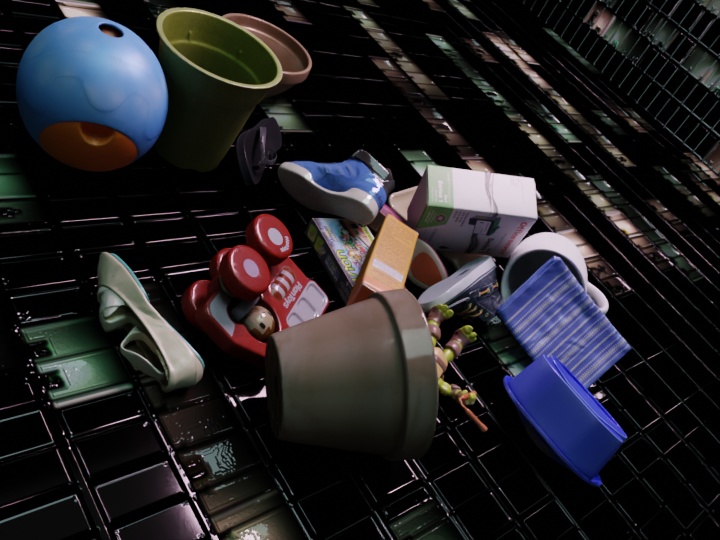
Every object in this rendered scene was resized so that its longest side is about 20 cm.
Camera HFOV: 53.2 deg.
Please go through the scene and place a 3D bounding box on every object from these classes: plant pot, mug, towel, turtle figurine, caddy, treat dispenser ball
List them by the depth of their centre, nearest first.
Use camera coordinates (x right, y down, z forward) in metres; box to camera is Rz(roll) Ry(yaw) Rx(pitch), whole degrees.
[{"bbox_3d":[-0.021,0.128,0.850,0.169,0.203,0.203,-2,45,-18],"label":"plant pot"},{"bbox_3d":[-0.364,-0.240,0.984,0.197,0.203,0.203,21,36,-16],"label":"treat dispenser ball"},{"bbox_3d":[0.112,0.136,1.032,0.197,0.065,0.162,33,47,6],"label":"turtle figurine"},{"bbox_3d":[0.293,0.219,1.052,0.201,0.105,0.141,50,14,23],"label":"caddy"},{"bbox_3d":[-0.246,-0.265,1.119,0.196,0.192,0.202,22,35,-16],"label":"plant pot"},{"bbox_3d":[0.333,0.096,1.180,0.201,0.144,0.024,51,-4,2],"label":"towel"},{"bbox_3d":[0.357,0.021,1.297,0.197,0.150,0.175,31,25,7],"label":"mug"},{"bbox_3d":[-0.201,-0.408,1.414,0.197,0.094,0.203,22,35,-17],"label":"plant pot"}]

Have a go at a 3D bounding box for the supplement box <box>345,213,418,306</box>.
[{"bbox_3d":[0.035,0.000,1.074,0.068,0.067,0.202,27,36,-7],"label":"supplement box"}]

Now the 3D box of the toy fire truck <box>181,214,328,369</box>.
[{"bbox_3d":[-0.125,0.041,0.935,0.168,0.111,0.201,46,33,-13],"label":"toy fire truck"}]

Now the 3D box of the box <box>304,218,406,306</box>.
[{"bbox_3d":[0.000,0.000,1.135,0.108,0.035,0.202,-2,48,-40],"label":"box"}]

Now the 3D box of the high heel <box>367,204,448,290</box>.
[{"bbox_3d":[0.083,-0.043,1.240,0.201,0.067,0.096,49,12,1],"label":"high heel"}]

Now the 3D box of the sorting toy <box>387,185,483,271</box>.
[{"bbox_3d":[0.167,-0.093,1.381,0.200,0.037,0.183,46,36,17],"label":"sorting toy"}]

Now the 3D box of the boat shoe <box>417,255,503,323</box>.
[{"bbox_3d":[0.172,0.051,1.166,0.198,0.070,0.093,-29,100,-45],"label":"boat shoe"}]

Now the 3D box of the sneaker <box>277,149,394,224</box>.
[{"bbox_3d":[-0.036,-0.155,1.200,0.196,0.078,0.112,21,54,26],"label":"sneaker"}]

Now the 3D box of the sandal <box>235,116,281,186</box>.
[{"bbox_3d":[-0.164,-0.212,1.216,0.042,0.078,0.202,-8,32,16],"label":"sandal"}]

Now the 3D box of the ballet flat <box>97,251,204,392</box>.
[{"bbox_3d":[-0.261,0.061,0.831,0.200,0.070,0.069,45,36,15],"label":"ballet flat"}]

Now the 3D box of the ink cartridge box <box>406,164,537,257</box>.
[{"bbox_3d":[0.191,-0.099,1.249,0.194,0.147,0.086,6,63,-8],"label":"ink cartridge box"}]
